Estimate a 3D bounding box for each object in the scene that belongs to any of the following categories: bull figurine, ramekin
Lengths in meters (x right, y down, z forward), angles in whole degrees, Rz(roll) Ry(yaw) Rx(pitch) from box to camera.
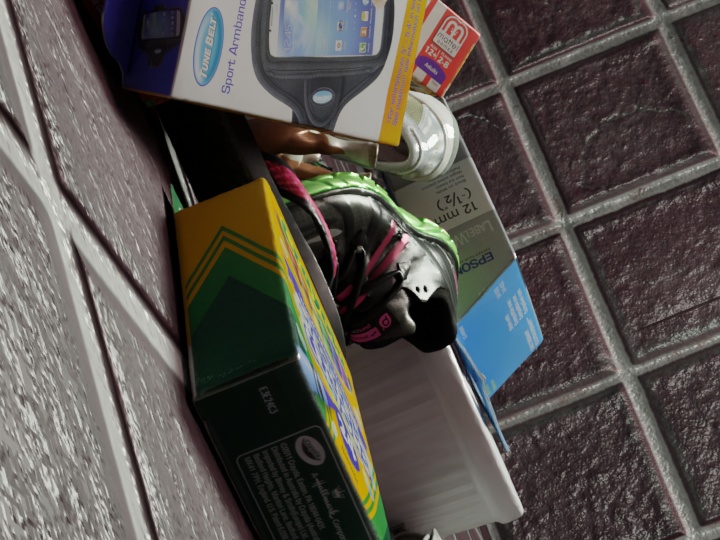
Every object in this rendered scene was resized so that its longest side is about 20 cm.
[{"bbox_3d":[-0.047,-0.087,1.143,0.200,0.120,0.066,108,-7,-85],"label":"bull figurine"},{"bbox_3d":[0.029,0.091,1.322,0.202,0.094,0.204,-24,90,-89],"label":"ramekin"}]

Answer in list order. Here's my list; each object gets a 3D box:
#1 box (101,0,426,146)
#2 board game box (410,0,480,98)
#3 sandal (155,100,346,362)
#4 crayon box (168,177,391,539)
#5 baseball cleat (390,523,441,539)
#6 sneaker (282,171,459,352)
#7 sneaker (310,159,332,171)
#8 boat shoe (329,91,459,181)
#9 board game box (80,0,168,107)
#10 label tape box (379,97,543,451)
[{"bbox_3d":[-0.042,-0.134,0.970,0.199,0.041,0.120,6,96,-53],"label":"box"},{"bbox_3d":[-0.041,-0.170,1.141,0.151,0.047,0.200,36,-6,-29],"label":"board game box"},{"bbox_3d":[-0.047,-0.028,1.022,0.075,0.045,0.202,-27,-94,51],"label":"sandal"},{"bbox_3d":[-0.038,0.045,0.903,0.200,0.051,0.127,-107,175,-60],"label":"crayon box"},{"bbox_3d":[0.053,0.235,1.197,0.107,0.069,0.200,59,-2,-36],"label":"baseball cleat"},{"bbox_3d":[0.000,0.000,1.152,0.199,0.076,0.085,19,50,-47],"label":"sneaker"},{"bbox_3d":[-0.031,-0.040,1.371,0.200,0.077,0.086,59,9,-69],"label":"sneaker"},{"bbox_3d":[-0.031,-0.115,1.280,0.201,0.075,0.065,30,17,21],"label":"boat shoe"},{"bbox_3d":[-0.137,-0.171,0.936,0.200,0.019,0.104,63,5,-62],"label":"board game box"},{"bbox_3d":[0.077,0.004,1.332,0.143,0.066,0.201,63,2,-63],"label":"label tape box"}]
